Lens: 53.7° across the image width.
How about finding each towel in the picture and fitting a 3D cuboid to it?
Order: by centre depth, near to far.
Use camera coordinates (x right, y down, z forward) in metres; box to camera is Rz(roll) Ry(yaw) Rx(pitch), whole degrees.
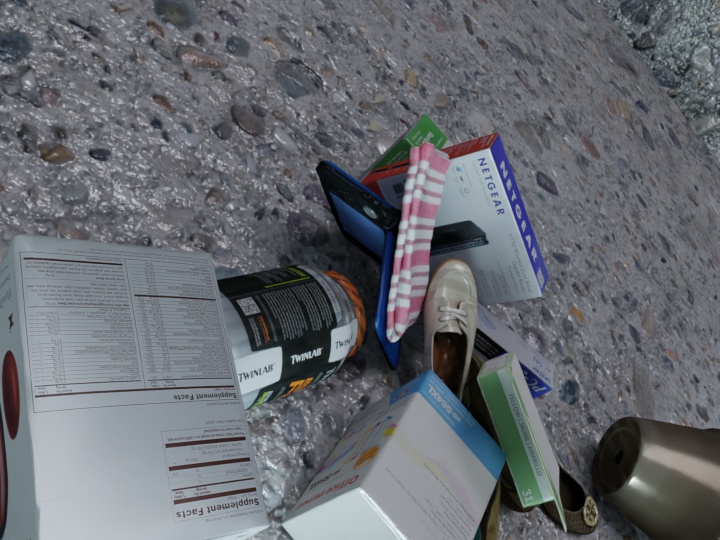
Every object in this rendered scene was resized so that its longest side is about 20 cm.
[{"bbox_3d":[0.063,-0.031,0.759,0.146,0.029,0.204,-20,118,-76],"label":"towel"}]

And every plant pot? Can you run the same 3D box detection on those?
[{"bbox_3d":[0.432,0.297,1.003,0.171,0.201,0.202,24,44,-6],"label":"plant pot"}]

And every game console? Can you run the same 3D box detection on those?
[{"bbox_3d":[0.000,0.000,0.817,0.170,0.200,0.119,36,78,19],"label":"game console"}]

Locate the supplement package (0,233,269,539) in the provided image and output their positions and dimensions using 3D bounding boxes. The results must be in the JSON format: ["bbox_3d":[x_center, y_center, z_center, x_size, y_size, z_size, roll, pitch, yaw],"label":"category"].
[{"bbox_3d":[-0.190,0.115,0.502,0.145,0.191,0.203,5,58,-41],"label":"supplement package"}]

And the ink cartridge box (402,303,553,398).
[{"bbox_3d":[0.150,0.102,0.922,0.199,0.094,0.045,38,41,-17],"label":"ink cartridge box"}]

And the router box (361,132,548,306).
[{"bbox_3d":[0.118,-0.050,0.889,0.202,0.177,0.049,64,35,-21],"label":"router box"}]

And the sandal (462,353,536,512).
[{"bbox_3d":[0.171,0.197,0.882,0.054,0.080,0.202,-21,83,-36],"label":"sandal"}]

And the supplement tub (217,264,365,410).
[{"bbox_3d":[-0.092,0.063,0.691,0.198,0.122,0.124,-13,71,-47],"label":"supplement tub"}]

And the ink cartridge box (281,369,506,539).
[{"bbox_3d":[0.032,0.222,0.690,0.126,0.128,0.200,49,38,-4],"label":"ink cartridge box"}]

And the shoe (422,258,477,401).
[{"bbox_3d":[0.106,0.089,0.832,0.069,0.053,0.204,4,98,-14],"label":"shoe"}]

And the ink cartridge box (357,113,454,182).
[{"bbox_3d":[0.097,-0.082,0.966,0.200,0.146,0.083,45,41,-7],"label":"ink cartridge box"}]

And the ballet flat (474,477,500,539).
[{"bbox_3d":[0.126,0.284,0.803,0.063,0.068,0.202,60,33,-37],"label":"ballet flat"}]

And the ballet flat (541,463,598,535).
[{"bbox_3d":[0.250,0.270,0.932,0.200,0.046,0.068,46,40,-8],"label":"ballet flat"}]

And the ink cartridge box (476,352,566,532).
[{"bbox_3d":[0.166,0.172,0.741,0.200,0.047,0.148,-7,77,-75],"label":"ink cartridge box"}]
